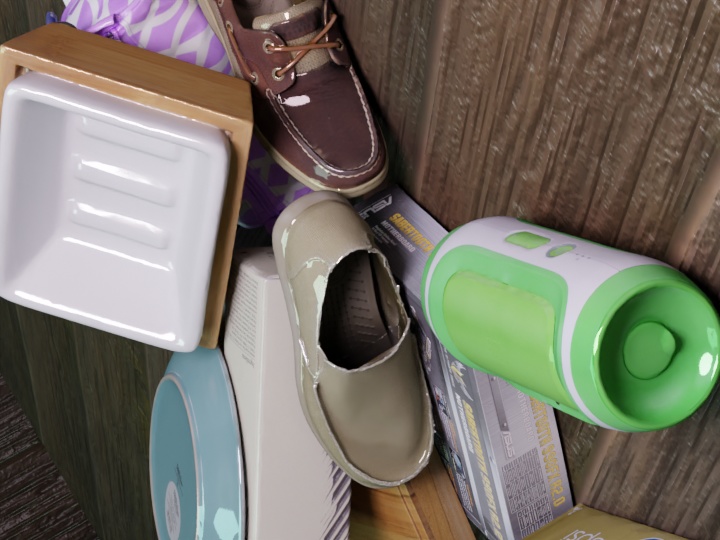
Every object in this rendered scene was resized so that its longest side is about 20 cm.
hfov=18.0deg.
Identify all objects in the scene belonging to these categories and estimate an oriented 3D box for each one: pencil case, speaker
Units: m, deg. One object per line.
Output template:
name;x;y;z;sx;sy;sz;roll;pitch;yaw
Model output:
pencil case;-0.105;-0.113;1.453;0.200;0.084;0.086;45;-165;-31
speaker;0.103;0.024;1.153;0.089;0.088;0.200;66;163;-18

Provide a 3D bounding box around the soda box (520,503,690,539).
soda box;0.154;0.189;1.306;0.068;0.064;0.200;64;163;-11

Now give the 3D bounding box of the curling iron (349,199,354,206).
curling iron;0.000;0.000;1.517;0.026;0.049;0.201;32;142;58

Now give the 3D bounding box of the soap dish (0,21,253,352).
soap dish;-0.147;-0.052;1.398;0.156;0.082;0.201;17;136;4

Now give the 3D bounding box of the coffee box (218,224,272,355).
coffee box;-0.104;-0.002;1.574;0.200;0.080;0.113;39;154;-21

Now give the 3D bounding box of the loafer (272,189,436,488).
loafer;-0.002;0.052;1.362;0.068;0.075;0.201;44;156;61

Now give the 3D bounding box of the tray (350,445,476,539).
tray;-0.007;0.142;1.528;0.199;0.037;0.099;6;124;58

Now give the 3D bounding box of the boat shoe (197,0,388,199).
boat shoe;-0.045;-0.136;1.374;0.201;0.072;0.072;63;167;19

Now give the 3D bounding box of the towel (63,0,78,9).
towel;-0.156;-0.199;1.505;0.023;0.144;0.201;-12;110;34

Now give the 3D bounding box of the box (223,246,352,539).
box;-0.046;0.090;1.444;0.082;0.068;0.202;-143;53;-64

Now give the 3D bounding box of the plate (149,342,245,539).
plate;-0.113;0.136;1.504;0.200;0.025;0.202;177;90;-71

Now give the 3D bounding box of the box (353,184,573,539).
box;0.061;0.067;1.417;0.158;0.048;0.201;43;156;47
